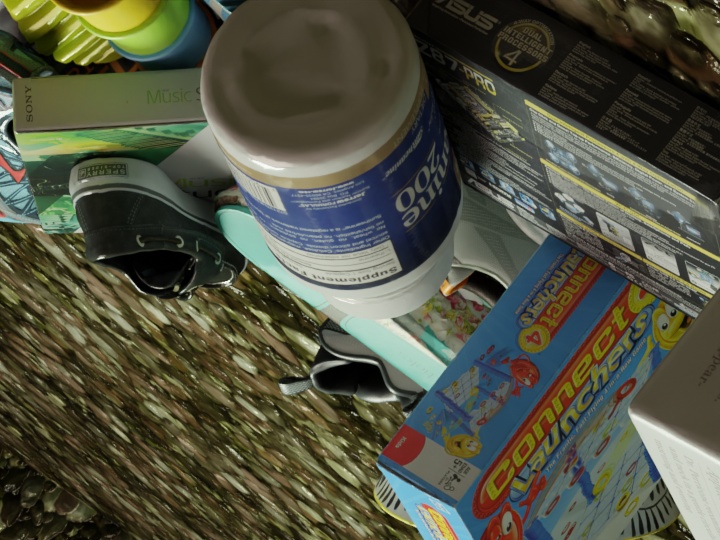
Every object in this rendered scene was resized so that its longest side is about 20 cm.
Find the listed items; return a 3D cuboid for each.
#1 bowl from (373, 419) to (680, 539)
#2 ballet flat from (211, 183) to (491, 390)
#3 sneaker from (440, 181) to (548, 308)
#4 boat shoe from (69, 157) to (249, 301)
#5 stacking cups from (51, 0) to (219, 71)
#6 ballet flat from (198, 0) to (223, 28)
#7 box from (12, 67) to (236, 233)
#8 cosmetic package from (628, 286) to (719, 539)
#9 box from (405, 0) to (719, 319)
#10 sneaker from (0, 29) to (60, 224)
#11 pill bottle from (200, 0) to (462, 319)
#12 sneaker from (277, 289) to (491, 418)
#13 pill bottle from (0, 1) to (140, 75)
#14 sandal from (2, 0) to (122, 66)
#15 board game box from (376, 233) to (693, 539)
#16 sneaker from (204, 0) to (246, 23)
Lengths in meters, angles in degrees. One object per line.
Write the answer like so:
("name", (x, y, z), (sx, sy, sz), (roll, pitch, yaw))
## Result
("bowl", (0.109, 0.103, 1.613), (0.200, 0.095, 0.201), (2, -169, 0))
("ballet flat", (0.000, 0.000, 1.473), (0.200, 0.064, 0.076), (39, 149, -19))
("sneaker", (0.047, -0.039, 1.443), (0.200, 0.079, 0.074), (40, 165, 6))
("boat shoe", (-0.116, -0.013, 1.451), (0.068, 0.057, 0.200), (-9, 164, 17))
("stacking cups", (-0.104, -0.132, 1.355), (0.060, 0.061, 0.200), (33, 178, 24))
("ballet flat", (-0.124, -0.182, 1.387), (0.200, 0.068, 0.075), (24, -174, -44))
("box", (-0.118, -0.066, 1.427), (0.144, 0.037, 0.200), (-4, 164, -3))
("cosmetic package", (0.258, 0.081, 1.105), (0.200, 0.165, 0.165), (30, 163, 35))
("box", (0.123, -0.054, 1.271), (0.200, 0.049, 0.161), (33, 166, 29))
("sneaker", (-0.198, -0.075, 1.530), (0.095, 0.080, 0.200), (20, 163, 23))
("pill bottle", (-0.007, -0.054, 1.300), (0.111, 0.111, 0.200), (32, 164, 25))
("sneaker", (-0.007, 0.024, 1.612), (0.200, 0.140, 0.078), (38, 167, 44))
("pill bottle", (-0.161, -0.146, 1.586), (0.200, 0.106, 0.106), (43, 165, -14))
("sandal", (-0.192, -0.191, 1.447), (0.079, 0.087, 0.200), (-28, 139, 27))
("board game box", (0.113, 0.086, 1.409), (0.056, 0.200, 0.196), (29, 163, 30))
("sneaker", (-0.058, -0.158, 1.359), (0.200, 0.077, 0.081), (51, 163, -31))
